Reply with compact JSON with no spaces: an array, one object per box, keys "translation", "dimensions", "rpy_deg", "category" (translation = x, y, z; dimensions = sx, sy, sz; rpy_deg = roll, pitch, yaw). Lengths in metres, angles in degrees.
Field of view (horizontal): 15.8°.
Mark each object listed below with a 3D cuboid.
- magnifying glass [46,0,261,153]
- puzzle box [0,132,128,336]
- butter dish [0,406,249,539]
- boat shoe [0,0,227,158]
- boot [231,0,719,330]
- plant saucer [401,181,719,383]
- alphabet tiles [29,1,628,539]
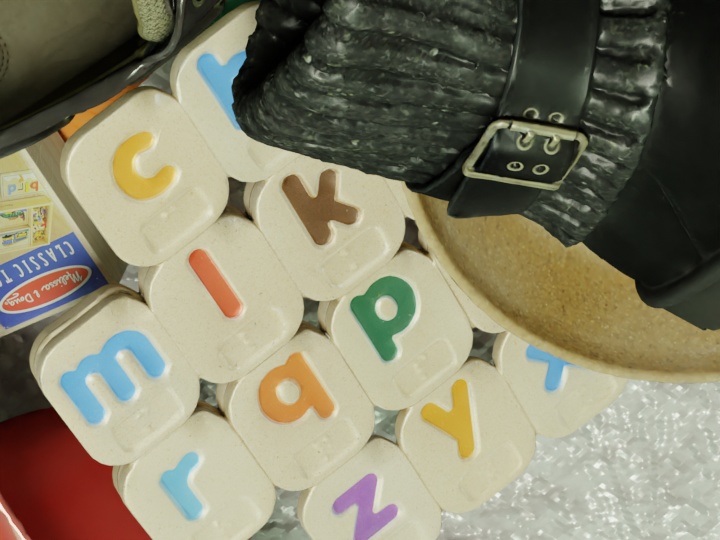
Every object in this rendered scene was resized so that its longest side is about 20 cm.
[{"translation":[-0.055,-0.084,0.784],"dimensions":[0.080,0.022,0.200],"rpy_deg":[37,121,-23],"category":"magnifying glass"},{"translation":[-0.188,-0.016,0.821],"dimensions":[0.199,0.025,0.133],"rpy_deg":[-23,115,22],"category":"puzzle box"},{"translation":[-0.097,0.118,0.871],"dimensions":[0.200,0.148,0.200],"rpy_deg":[-21,101,51],"category":"butter dish"},{"translation":[-0.064,-0.084,0.696],"dimensions":[0.200,0.065,0.073],"rpy_deg":[-42,112,-2],"category":"boat shoe"},{"translation":[0.069,-0.070,0.650],"dimensions":[0.157,0.080,0.211],"rpy_deg":[26,138,-14],"category":"boot"},{"translation":[0.105,-0.062,0.764],"dimensions":[0.199,0.035,0.201],"rpy_deg":[-4,118,-8],"category":"plant saucer"},{"translation":[0.000,0.000,0.791],"dimensions":[0.200,0.015,0.196],"rpy_deg":[-38,124,-7],"category":"alphabet tiles"}]
